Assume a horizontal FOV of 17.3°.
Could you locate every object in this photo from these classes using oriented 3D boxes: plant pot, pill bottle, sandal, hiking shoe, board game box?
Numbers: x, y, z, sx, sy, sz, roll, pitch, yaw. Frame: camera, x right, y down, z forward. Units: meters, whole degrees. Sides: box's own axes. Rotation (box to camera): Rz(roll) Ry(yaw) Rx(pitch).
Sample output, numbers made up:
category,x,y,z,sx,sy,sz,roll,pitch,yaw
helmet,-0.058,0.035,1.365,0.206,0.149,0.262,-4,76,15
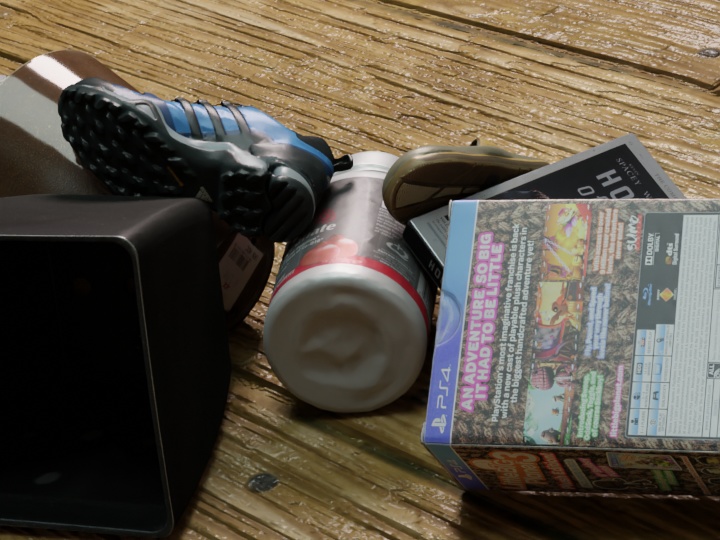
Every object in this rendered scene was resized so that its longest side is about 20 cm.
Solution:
category,x,y,z,sx,sy,sz,roll,pitch,yaw
plant pot,-0.166,-0.036,1.703,0.199,0.188,0.187,28,45,27
plant pot,-0.187,0.042,1.555,0.199,0.201,0.177,1,20,21
pill bottle,0.000,0.000,1.627,0.110,0.111,0.200,-5,30,11
sandal,0.074,-0.060,1.630,0.200,0.080,0.054,12,31,-53
hiking shoe,-0.112,-0.083,1.622,0.199,0.075,0.087,25,37,11
board game box,0.151,0.047,1.433,0.199,0.097,0.160,1,68,19

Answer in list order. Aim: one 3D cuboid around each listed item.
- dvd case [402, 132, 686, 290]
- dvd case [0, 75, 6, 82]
category,x,y,z,sx,sy,sz,roll,pitch,yaw
dvd case,0.149,-0.005,1.581,0.199,0.025,0.151,-22,63,-29
dvd case,-0.423,-0.125,2.065,0.150,0.025,0.200,11,37,34
